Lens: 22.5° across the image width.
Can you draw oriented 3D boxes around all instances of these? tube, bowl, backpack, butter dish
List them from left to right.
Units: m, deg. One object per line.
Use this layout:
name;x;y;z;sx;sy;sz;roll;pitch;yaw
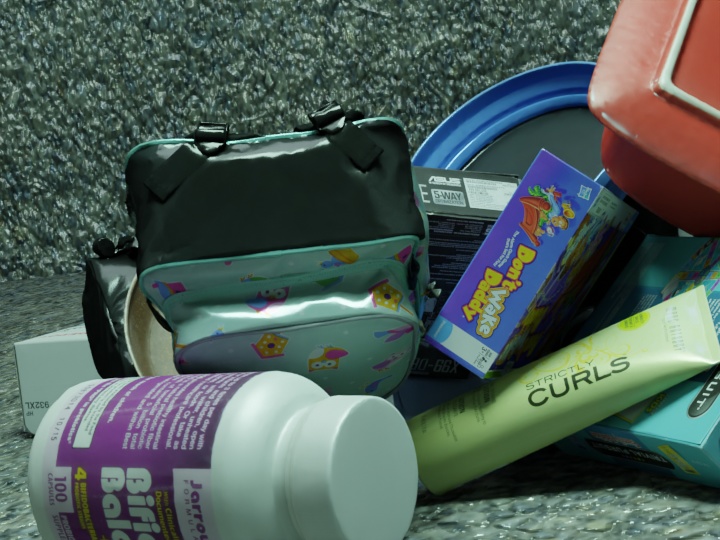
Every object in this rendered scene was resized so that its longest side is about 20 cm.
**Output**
backpack;-0.110;0.051;1.431;0.199;0.168;0.127;-7;-31;-24
backpack;-0.042;0.007;1.079;0.174;0.154;0.200;-10;-16;-1
bowl;0.121;-0.075;1.350;0.200;0.039;0.201;-25;34;18
tube;0.121;0.071;1.081;0.199;0.058;0.052;-26;-20;18
butter dish;0.233;-0.089;1.182;0.198;0.201;0.148;27;-39;-2

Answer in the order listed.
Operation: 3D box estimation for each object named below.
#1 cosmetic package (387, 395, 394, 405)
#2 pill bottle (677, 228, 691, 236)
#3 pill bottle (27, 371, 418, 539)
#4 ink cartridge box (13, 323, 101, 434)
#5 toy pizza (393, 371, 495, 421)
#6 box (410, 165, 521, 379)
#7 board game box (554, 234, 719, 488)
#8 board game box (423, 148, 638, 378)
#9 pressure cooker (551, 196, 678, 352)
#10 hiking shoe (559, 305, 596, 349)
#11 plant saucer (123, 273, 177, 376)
cosmetic package;-0.080;0.112;1.192;0.198;0.072;0.101;-7;7;11
pill bottle;0.294;-0.022;1.345;0.112;0.202;0.113;-8;6;1
pill bottle;-0.073;0.111;0.969;0.199;0.113;0.112;-5;6;35
ink cartridge box;-0.189;0.082;1.608;0.144;0.084;0.200;-5;6;28
toy pizza;0.014;0.056;1.323;0.199;0.032;0.201;10;43;-10
box;0.000;0.000;1.235;0.198;0.158;0.050;4;43;-15
board game box;0.203;0.051;1.100;0.151;0.047;0.200;-53;21;-14
board game box;0.114;0.000;1.159;0.045;0.135;0.200;33;6;14
pressure cooker;0.151;0.003;1.448;0.178;0.177;0.200;-31;12;-20
hiking shoe;0.233;0.076;1.230;0.198;0.075;0.087;-1;35;12
plant saucer;-0.082;0.059;1.331;0.199;0.201;0.037;-11;-29;-33
